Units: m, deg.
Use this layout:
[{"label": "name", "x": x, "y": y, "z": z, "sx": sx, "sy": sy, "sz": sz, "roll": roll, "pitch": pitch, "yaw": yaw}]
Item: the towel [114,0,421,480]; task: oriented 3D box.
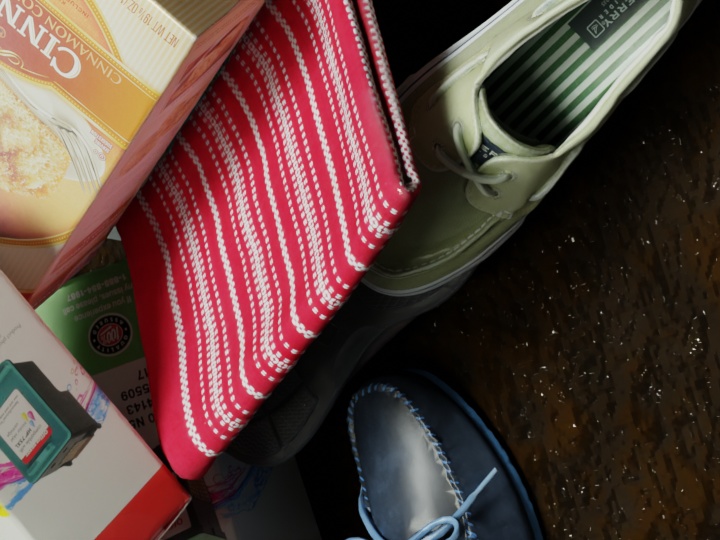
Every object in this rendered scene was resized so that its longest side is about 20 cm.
[{"label": "towel", "x": -0.043, "y": -0.025, "z": 0.922, "sx": 0.200, "sy": 0.022, "sz": 0.145, "roll": -52, "pitch": 42, "yaw": 43}]

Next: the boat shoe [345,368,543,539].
[{"label": "boat shoe", "x": 0.042, "y": 0.136, "z": 0.977, "sx": 0.084, "sy": 0.068, "sz": 0.201, "roll": -41, "pitch": 71, "yaw": 45}]

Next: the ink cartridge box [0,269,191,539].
[{"label": "ink cartridge box", "x": -0.152, "y": 0.072, "z": 0.966, "sx": 0.200, "sy": 0.067, "sz": 0.116, "roll": 53, "pitch": 155, "yaw": -21}]

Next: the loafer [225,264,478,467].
[{"label": "loafer", "x": 0.000, "y": 0.000, "z": 0.989, "sx": 0.072, "sy": 0.063, "sz": 0.200, "roll": 40, "pitch": 119, "yaw": -1}]

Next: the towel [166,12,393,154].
[{"label": "towel", "x": -0.047, "y": -0.081, "z": 0.985, "sx": 0.147, "sy": 0.022, "sz": 0.200, "roll": -64, "pitch": 32, "yaw": 31}]

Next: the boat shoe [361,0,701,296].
[{"label": "boat shoe", "x": 0.054, "y": -0.061, "z": 0.875, "sx": 0.072, "sy": 0.062, "sz": 0.200, "roll": 39, "pitch": 118, "yaw": -2}]

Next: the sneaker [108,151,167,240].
[{"label": "sneaker", "x": -0.151, "y": -0.093, "z": 1.114, "sx": 0.200, "sy": 0.073, "sz": 0.071, "roll": 45, "pitch": 140, "yaw": 31}]

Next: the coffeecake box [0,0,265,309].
[{"label": "coffeecake box", "x": -0.145, "y": -0.095, "z": 0.940, "sx": 0.153, "sy": 0.073, "sz": 0.200, "roll": 41, "pitch": 133, "yaw": 3}]

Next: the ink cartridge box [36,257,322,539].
[{"label": "ink cartridge box", "x": -0.109, "y": 0.105, "z": 1.085, "sx": 0.144, "sy": 0.084, "sz": 0.201, "roll": -20, "pitch": 85, "yaw": 23}]
